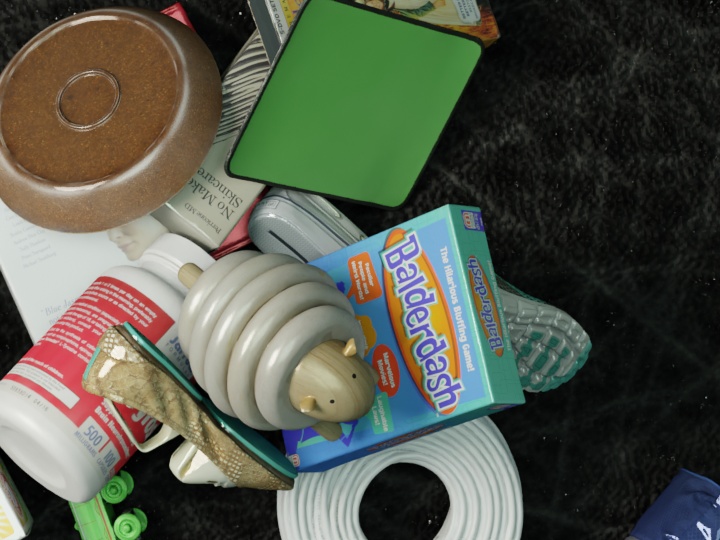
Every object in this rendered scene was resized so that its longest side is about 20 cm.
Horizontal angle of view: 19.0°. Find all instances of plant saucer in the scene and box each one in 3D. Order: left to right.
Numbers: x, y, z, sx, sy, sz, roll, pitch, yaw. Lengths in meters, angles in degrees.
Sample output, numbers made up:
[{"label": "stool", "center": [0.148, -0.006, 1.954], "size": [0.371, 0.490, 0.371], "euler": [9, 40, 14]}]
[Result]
[{"label": "plant saucer", "center": [-0.205, -0.125, 1.661], "size": [0.199, 0.035, 0.201], "euler": [-7, 64, 14]}]

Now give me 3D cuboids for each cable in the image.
[{"label": "cable", "center": [0.033, 0.187, 1.723], "size": [0.199, 0.069, 0.201], "euler": [-19, 91, -6]}]

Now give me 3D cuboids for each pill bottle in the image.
[{"label": "pill bottle", "center": [-0.186, 0.070, 1.648], "size": [0.112, 0.112, 0.200], "euler": [43, 67, -4]}]

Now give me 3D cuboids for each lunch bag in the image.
[{"label": "lunch bag", "center": [0.293, 0.272, 1.717], "size": [0.200, 0.136, 0.132], "euler": [43, 86, -5]}]

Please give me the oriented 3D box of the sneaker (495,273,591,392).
[{"label": "sneaker", "center": [0.104, 0.028, 1.717], "size": [0.200, 0.091, 0.078], "euler": [30, 110, -37]}]

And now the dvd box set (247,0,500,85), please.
[{"label": "dvd box set", "center": [0.002, -0.229, 1.693], "size": [0.199, 0.029, 0.147], "euler": [-14, 81, -31]}]

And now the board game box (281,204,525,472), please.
[{"label": "board game box", "center": [0.017, 0.054, 1.620], "size": [0.200, 0.045, 0.153], "euler": [-23, 73, 35]}]

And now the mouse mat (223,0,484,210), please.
[{"label": "mouse mat", "center": [-0.002, -0.127, 1.671], "size": [0.199, 0.008, 0.161], "euler": [10, 115, -44]}]

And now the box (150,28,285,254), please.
[{"label": "box", "center": [-0.089, -0.115, 1.697], "size": [0.082, 0.068, 0.200], "euler": [37, 77, -9]}]

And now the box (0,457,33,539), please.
[{"label": "box", "center": [-0.347, 0.140, 1.669], "size": [0.112, 0.101, 0.201], "euler": [-27, 92, -5]}]

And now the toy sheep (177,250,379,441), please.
[{"label": "toy sheep", "center": [-0.066, 0.050, 1.567], "size": [0.200, 0.138, 0.138], "euler": [29, 86, 35]}]

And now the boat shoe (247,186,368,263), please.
[{"label": "boat shoe", "center": [0.000, 0.000, 1.721], "size": [0.200, 0.073, 0.067], "euler": [46, 46, -18]}]

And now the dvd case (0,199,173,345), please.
[{"label": "dvd case", "center": [-0.232, -0.051, 1.724], "size": [0.142, 0.018, 0.201], "euler": [-24, 92, -5]}]

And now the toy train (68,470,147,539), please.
[{"label": "toy train", "center": [-0.215, 0.159, 1.715], "size": [0.056, 0.042, 0.201], "euler": [-19, 92, 4]}]

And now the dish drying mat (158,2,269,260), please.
[{"label": "dish drying mat", "center": [-0.136, -0.109, 1.735], "size": [0.077, 0.018, 0.201], "euler": [-25, 93, -7]}]

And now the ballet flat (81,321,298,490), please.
[{"label": "ballet flat", "center": [-0.131, 0.116, 1.592], "size": [0.065, 0.071, 0.200], "euler": [-46, 117, 0]}]
